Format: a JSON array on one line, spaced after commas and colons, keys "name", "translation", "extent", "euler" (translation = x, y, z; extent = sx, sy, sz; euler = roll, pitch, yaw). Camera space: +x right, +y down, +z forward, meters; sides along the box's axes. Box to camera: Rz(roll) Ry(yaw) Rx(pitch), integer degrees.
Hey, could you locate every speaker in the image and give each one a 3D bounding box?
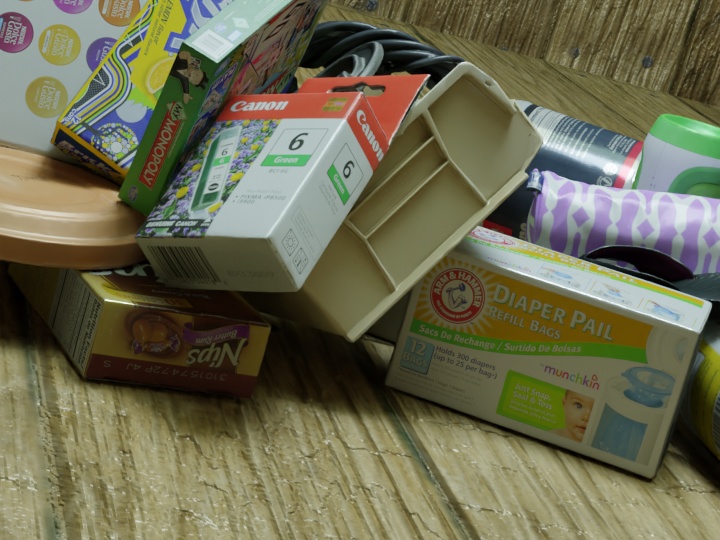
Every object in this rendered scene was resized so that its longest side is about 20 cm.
[{"name": "speaker", "translation": [0.247, -0.021, 1.750], "extent": [0.088, 0.201, 0.088], "euler": [16, 13, -4]}]

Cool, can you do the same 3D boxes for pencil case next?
[{"name": "pencil case", "translation": [0.222, -0.027, 1.668], "extent": [0.199, 0.084, 0.086], "euler": [11, 42, 2]}]

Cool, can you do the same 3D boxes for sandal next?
[{"name": "sandal", "translation": [0.208, 0.006, 1.571], "extent": [0.199, 0.048, 0.075], "euler": [-3, 20, 18]}]

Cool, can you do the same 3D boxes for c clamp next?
[{"name": "c clamp", "translation": [-0.059, -0.089, 1.498], "extent": [0.027, 0.200, 0.171], "euler": [51, 3, -12]}]

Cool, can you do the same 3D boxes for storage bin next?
[{"name": "storage bin", "translation": [-0.002, -0.056, 1.490], "extent": [0.094, 0.198, 0.200], "euler": [51, -14, -17]}]

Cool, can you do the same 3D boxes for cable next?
[{"name": "cable", "translation": [0.002, -0.123, 1.649], "extent": [0.163, 0.200, 0.051], "euler": [45, 40, -12]}]

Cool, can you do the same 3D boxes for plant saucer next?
[{"name": "plant saucer", "translation": [-0.231, -0.048, 1.410], "extent": [0.199, 0.032, 0.200], "euler": [14, 14, -4]}]

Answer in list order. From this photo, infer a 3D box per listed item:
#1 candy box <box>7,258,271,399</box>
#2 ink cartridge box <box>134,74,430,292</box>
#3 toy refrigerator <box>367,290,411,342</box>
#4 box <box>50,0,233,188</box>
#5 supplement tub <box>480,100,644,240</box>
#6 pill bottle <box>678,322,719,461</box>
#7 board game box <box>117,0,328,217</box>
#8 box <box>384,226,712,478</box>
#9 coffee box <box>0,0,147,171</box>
[{"name": "candy box", "translation": [-0.149, 0.018, 1.415], "extent": [0.116, 0.057, 0.200], "euler": [10, 16, -27]}, {"name": "ink cartridge box", "translation": [-0.047, -0.073, 1.367], "extent": [0.109, 0.050, 0.200], "euler": [2, 46, 36]}, {"name": "toy refrigerator", "translation": [0.000, 0.000, 1.646], "extent": [0.199, 0.070, 0.076], "euler": [20, 14, 14]}, {"name": "box", "translation": [-0.127, -0.152, 1.485], "extent": [0.070, 0.200, 0.064], "euler": [36, -17, -5]}, {"name": "supplement tub", "translation": [0.181, -0.078, 2.042], "extent": [0.199, 0.141, 0.140], "euler": [20, 13, 15]}, {"name": "pill bottle", "translation": [0.288, 0.086, 1.552], "extent": [0.114, 0.115, 0.200], "euler": [13, 14, -15]}, {"name": "board game box", "translation": [-0.083, -0.133, 1.442], "extent": [0.029, 0.135, 0.200], "euler": [32, 38, 7]}, {"name": "box", "translation": [0.131, 0.051, 1.506], "extent": [0.199, 0.113, 0.101], "euler": [18, 14, 11]}, {"name": "coffee box", "translation": [-0.215, -0.156, 1.603], "extent": [0.197, 0.201, 0.200], "euler": [14, -13, -8]}]
